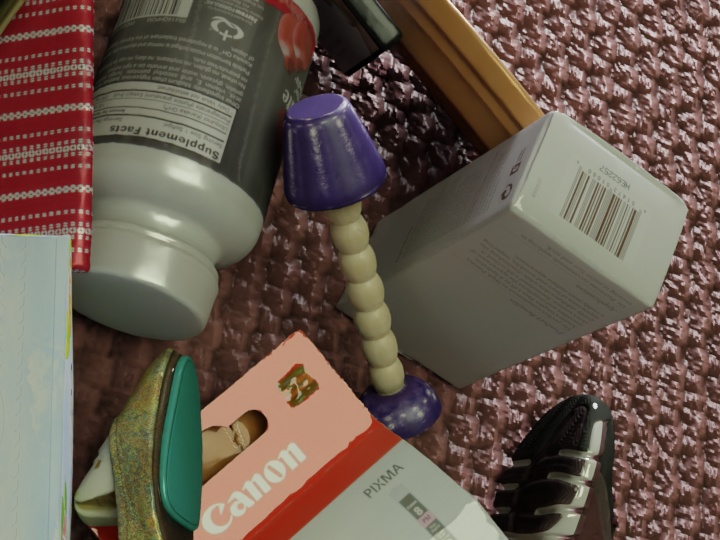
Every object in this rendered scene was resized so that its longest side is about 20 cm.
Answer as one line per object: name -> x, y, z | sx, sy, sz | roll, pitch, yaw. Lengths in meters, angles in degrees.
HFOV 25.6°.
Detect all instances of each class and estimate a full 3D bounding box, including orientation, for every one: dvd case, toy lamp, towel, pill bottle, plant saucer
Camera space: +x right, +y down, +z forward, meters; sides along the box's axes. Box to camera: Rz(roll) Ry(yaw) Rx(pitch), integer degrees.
dvd case -> -0.055, -0.202, 0.931 | 0.018, 0.143, 0.200 | -40, 97, -6
toy lamp -> 0.000, 0.000, 0.868 | 0.058, 0.058, 0.200 | -36, 123, -32
towel -> -0.204, -0.087, 0.829 | 0.145, 0.022, 0.200 | -7, 73, 16
pill bottle -> -0.098, -0.069, 0.870 | 0.111, 0.111, 0.200 | 24, 65, -21
plant saucer -> 0.070, -0.105, 0.956 | 0.037, 0.200, 0.200 | -40, 97, 5

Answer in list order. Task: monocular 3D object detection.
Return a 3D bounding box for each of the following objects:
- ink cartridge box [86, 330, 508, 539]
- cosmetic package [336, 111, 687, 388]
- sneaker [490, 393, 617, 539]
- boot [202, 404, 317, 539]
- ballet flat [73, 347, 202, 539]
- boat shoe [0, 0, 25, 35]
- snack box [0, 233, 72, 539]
ink cartridge box -> -0.018, 0.152, 0.819 | 0.163, 0.057, 0.200 | -40, 96, -22
cosmetic package -> 0.081, -0.006, 0.906 | 0.102, 0.200, 0.074 | 35, 62, -16
sneaker -> 0.136, 0.184, 0.962 | 0.116, 0.076, 0.200 | 28, 74, -25
boot -> -0.019, 0.136, 0.892 | 0.200, 0.077, 0.155 | -19, 81, -25
ballet flat -> -0.108, 0.132, 0.772 | 0.071, 0.071, 0.200 | 7, 61, -27
boat shoe -> -0.229, -0.085, 0.786 | 0.063, 0.073, 0.201 | 27, 81, 24
snack box -> -0.167, 0.089, 0.736 | 0.068, 0.200, 0.169 | 2, 73, -11
